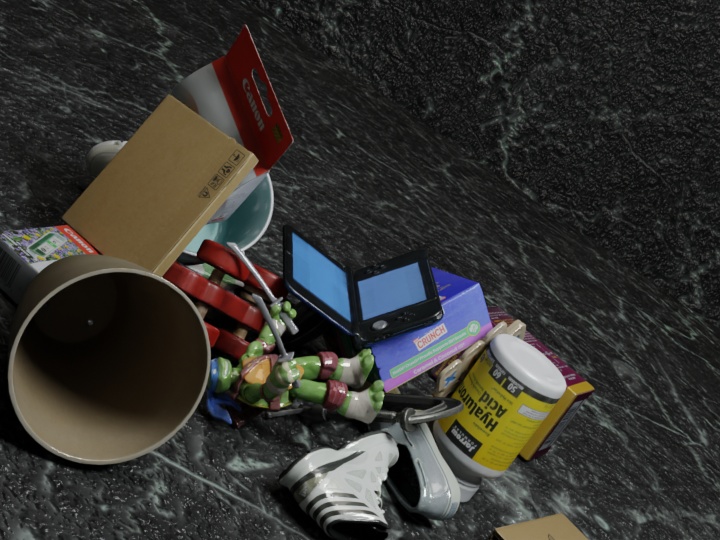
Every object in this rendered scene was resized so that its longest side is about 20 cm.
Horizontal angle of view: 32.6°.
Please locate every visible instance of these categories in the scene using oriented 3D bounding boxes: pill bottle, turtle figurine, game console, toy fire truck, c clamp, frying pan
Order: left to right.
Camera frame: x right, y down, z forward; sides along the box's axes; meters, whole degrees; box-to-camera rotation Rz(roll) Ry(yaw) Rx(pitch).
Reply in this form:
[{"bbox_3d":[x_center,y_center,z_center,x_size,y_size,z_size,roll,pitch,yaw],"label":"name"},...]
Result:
[{"bbox_3d":[-0.192,0.024,1.491,0.167,0.113,0.200,24,-5,36],"label":"toy fire truck"},{"bbox_3d":[-0.092,0.068,1.649,0.115,0.189,0.031,-48,112,-32],"label":"frying pan"},{"bbox_3d":[-0.066,0.086,1.356,0.192,0.203,0.144,14,-5,-22],"label":"turtle figurine"},{"bbox_3d":[0.000,0.000,1.541,0.201,0.169,0.120,-99,169,-65],"label":"game console"},{"bbox_3d":[0.015,0.168,1.456,0.198,0.028,0.170,-1,3,31],"label":"c clamp"},{"bbox_3d":[0.160,0.189,1.547,0.110,0.201,0.112,30,18,-11],"label":"pill bottle"}]

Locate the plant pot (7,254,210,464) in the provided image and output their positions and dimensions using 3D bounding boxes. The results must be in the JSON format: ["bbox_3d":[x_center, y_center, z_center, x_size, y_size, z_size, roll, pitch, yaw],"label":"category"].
[{"bbox_3d":[-0.261,0.060,1.202,0.186,0.189,0.200,25,6,-28],"label":"plant pot"}]

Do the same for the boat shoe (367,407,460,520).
[{"bbox_3d":[0.048,0.219,1.483,0.071,0.071,0.201,16,24,-36],"label":"boat shoe"}]

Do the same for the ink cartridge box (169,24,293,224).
[{"bbox_3d":[-0.166,-0.169,1.472,0.050,0.200,0.164,-12,72,-34],"label":"ink cartridge box"}]

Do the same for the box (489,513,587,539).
[{"bbox_3d":[0.260,0.374,1.521,0.163,0.021,0.199,45,19,27],"label":"box"}]

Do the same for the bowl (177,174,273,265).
[{"bbox_3d":[-0.222,-0.087,1.590,0.198,0.105,0.203,12,60,-22],"label":"bowl"}]

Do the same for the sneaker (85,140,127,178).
[{"bbox_3d":[-0.282,-0.107,1.670,0.198,0.075,0.081,29,29,-13],"label":"sneaker"}]

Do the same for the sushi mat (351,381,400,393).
[{"bbox_3d":[0.015,0.150,1.697,0.095,0.012,0.201,25,20,-30],"label":"sushi mat"}]

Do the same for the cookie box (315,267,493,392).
[{"bbox_3d":[0.054,0.069,1.617,0.200,0.170,0.076,22,-44,67],"label":"cookie box"}]

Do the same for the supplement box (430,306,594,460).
[{"bbox_3d":[0.227,0.167,1.846,0.200,0.132,0.103,42,18,21],"label":"supplement box"}]

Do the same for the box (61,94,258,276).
[{"bbox_3d":[-0.237,-0.095,1.440,0.163,0.201,0.021,36,-8,32],"label":"box"}]

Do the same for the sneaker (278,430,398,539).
[{"bbox_3d":[0.000,0.249,1.353,0.116,0.076,0.200,54,27,19],"label":"sneaker"}]

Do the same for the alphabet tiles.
[{"bbox_3d":[0.138,0.146,1.601,0.015,0.199,0.197,42,-22,25],"label":"alphabet tiles"}]

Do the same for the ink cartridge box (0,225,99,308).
[{"bbox_3d":[-0.328,0.000,1.401,0.109,0.051,0.200,39,19,15],"label":"ink cartridge box"}]

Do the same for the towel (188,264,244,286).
[{"bbox_3d":[-0.243,-0.042,1.707,0.198,0.024,0.153,27,20,-24],"label":"towel"}]
